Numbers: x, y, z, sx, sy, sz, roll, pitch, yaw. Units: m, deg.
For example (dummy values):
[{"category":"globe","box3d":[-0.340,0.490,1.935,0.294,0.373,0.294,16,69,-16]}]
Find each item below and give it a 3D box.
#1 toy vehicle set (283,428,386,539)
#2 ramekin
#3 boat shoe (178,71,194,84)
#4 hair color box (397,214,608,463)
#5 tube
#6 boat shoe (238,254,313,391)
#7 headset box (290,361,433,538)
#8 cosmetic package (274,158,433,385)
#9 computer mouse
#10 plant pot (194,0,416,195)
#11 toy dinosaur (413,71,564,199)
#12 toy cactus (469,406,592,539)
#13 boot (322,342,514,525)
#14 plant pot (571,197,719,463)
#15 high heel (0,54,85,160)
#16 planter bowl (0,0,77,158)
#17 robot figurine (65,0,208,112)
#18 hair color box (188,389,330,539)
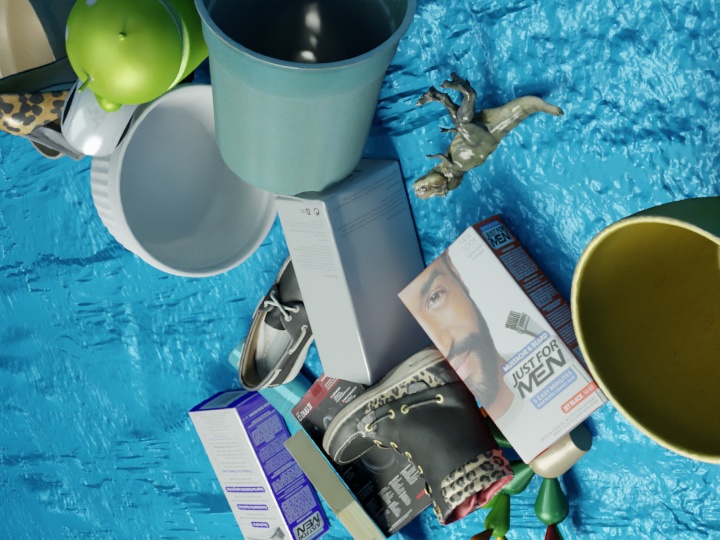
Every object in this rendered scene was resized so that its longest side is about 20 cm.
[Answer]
[{"category":"toy vehicle set","box3d":[-0.009,0.272,1.641,0.124,0.026,0.201,48,173,43]},{"category":"ramekin","box3d":[-0.192,-0.098,1.568,0.105,0.199,0.202,11,123,56]},{"category":"boat shoe","box3d":[-0.211,-0.284,1.557,0.066,0.074,0.202,11,113,59]},{"category":"hair color box","box3d":[0.140,0.063,1.368,0.111,0.064,0.201,-44,77,31]},{"category":"tube","box3d":[-0.070,0.155,1.719,0.200,0.050,0.078,44,140,14]},{"category":"boat shoe","box3d":[-0.085,0.052,1.629,0.074,0.060,0.201,43,128,22]},{"category":"headset box","box3d":[0.020,0.168,1.595,0.201,0.077,0.149,52,143,11]},{"category":"cosmetic package","box3d":[0.000,0.000,1.476,0.081,0.112,0.202,9,119,46]},{"category":"computer mouse","box3d":[-0.234,-0.209,1.462,0.109,0.202,0.044,22,165,-15]},{"category":"plant pot","box3d":[-0.059,-0.187,1.362,0.200,0.200,0.197,41,147,22]},{"category":"toy dinosaur","box3d":[0.098,-0.134,1.326,0.088,0.048,0.200,46,143,-7]},{"category":"toy cactus","box3d":[0.157,0.195,1.455,0.165,0.102,0.201,-39,73,43]},{"category":"boot","box3d":[0.056,0.178,1.442,0.200,0.073,0.152,-41,66,32]},{"category":"plant pot","box3d":[0.283,0.025,1.124,0.199,0.141,0.202,28,133,35]},{"category":"high heel","box3d":[-0.287,-0.215,1.484,0.071,0.142,0.201,38,98,38]},{"category":"planter bowl","box3d":[-0.311,-0.239,1.639,0.200,0.134,0.202,39,140,44]},{"category":"robot figurine","box3d":[-0.198,-0.228,1.371,0.115,0.200,0.176,39,124,-4]},{"category":"hair color box","box3d":[-0.126,0.248,1.831,0.109,0.065,0.202,-10,105,51]}]
